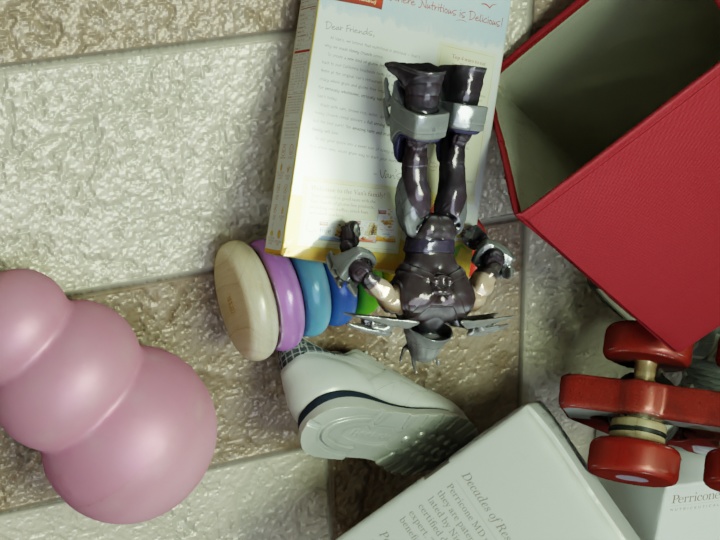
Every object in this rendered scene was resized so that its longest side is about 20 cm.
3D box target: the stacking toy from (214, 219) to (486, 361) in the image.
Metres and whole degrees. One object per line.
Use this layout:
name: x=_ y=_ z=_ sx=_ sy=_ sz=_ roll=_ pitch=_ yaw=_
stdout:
stacking toy: x=0.000 y=0.000 z=0.954 sx=0.199 sy=0.085 sz=0.086 roll=-15 pitch=119 yaw=-22

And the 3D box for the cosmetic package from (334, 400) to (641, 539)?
cosmetic package: x=0.099 y=0.220 z=0.993 sx=0.200 sy=0.165 sz=0.165 roll=-37 pitch=80 yaw=6

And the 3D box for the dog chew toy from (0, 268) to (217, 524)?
dog chew toy: x=-0.189 y=0.078 z=0.891 sx=0.124 sy=0.125 sz=0.200 roll=-42 pitch=114 yaw=2

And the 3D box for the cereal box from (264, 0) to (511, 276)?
cereal box: x=0.020 y=-0.100 z=0.895 sx=0.143 sy=0.039 sz=0.201 roll=9 pitch=90 yaw=-25

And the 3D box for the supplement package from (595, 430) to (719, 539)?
supplement package: x=0.266 y=0.230 z=1.137 sx=0.116 sy=0.117 sz=0.201 roll=-4 pitch=115 yaw=-17

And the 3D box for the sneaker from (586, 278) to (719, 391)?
sneaker: x=0.255 y=0.068 z=1.066 sx=0.199 sy=0.075 sz=0.116 roll=30 pitch=141 yaw=6

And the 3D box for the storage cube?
storage cube: x=0.213 y=-0.087 z=0.906 sx=0.200 sy=0.171 sz=0.180 roll=-39 pitch=122 yaw=24

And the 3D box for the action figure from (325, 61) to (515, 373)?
action figure: x=0.046 y=-0.032 z=0.857 sx=0.130 sy=0.069 sz=0.201 roll=-1 pitch=99 yaw=-33

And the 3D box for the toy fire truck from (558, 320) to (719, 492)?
toy fire truck: x=0.254 y=0.115 z=0.998 sx=0.168 sy=0.199 sz=0.113 roll=48 pitch=50 yaw=-64

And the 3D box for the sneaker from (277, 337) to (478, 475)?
sneaker: x=0.017 y=0.100 z=1.007 sx=0.076 sy=0.081 sz=0.200 roll=-43 pitch=143 yaw=17
